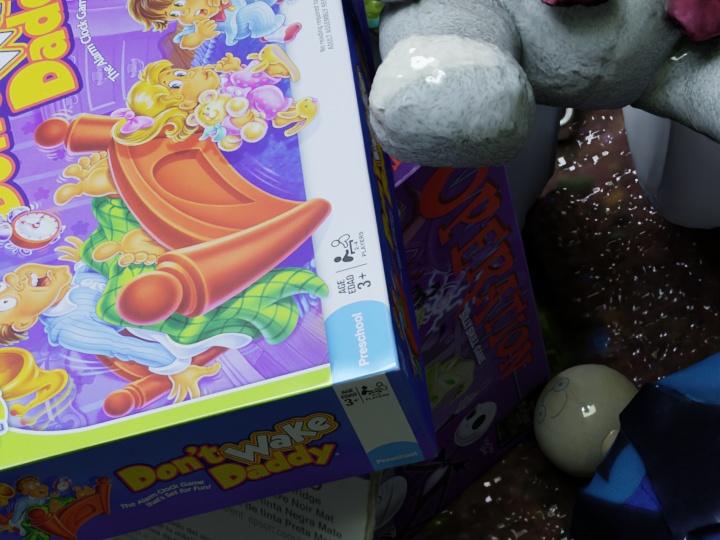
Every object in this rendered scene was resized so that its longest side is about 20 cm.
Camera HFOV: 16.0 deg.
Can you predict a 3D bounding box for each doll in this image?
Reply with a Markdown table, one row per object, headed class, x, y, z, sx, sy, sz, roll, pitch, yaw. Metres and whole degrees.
| class | x | y | z | sx | sy | sz | roll | pitch | yaw |
| --- | --- | --- | --- | --- | --- | --- | --- | --- | --- |
| doll | 0.115 | 0.080 | 0.821 | 0.137 | 0.048 | 0.200 | -66 | 30 | 10 |

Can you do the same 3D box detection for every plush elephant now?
| class | x | y | z | sx | sy | sz | roll | pitch | yaw |
| --- | --- | --- | --- | --- | --- | --- | --- | --- | --- |
| plush elephant | 0.073 | -0.126 | 0.731 | 0.165 | 0.155 | 0.200 | 6 | 24 | -17 |

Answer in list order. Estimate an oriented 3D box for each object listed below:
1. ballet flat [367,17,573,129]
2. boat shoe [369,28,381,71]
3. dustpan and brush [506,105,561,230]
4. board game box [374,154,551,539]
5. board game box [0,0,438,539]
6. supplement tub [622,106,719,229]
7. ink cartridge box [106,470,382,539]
| class | x | y | z | sx | sy | sz | roll | pitch | yaw |
| --- | --- | --- | --- | --- | --- | --- | --- | --- | --- |
| ballet flat | 0.085 | -0.091 | 0.977 | 0.200 | 0.067 | 0.064 | -21 | 82 | 2 |
| boat shoe | -0.043 | -0.010 | 0.900 | 0.057 | 0.069 | 0.200 | 34 | 70 | 0 |
| dustpan and brush | 0.000 | 0.000 | 0.877 | 0.057 | 0.140 | 0.200 | 25 | 65 | 15 |
| board game box | 0.004 | 0.031 | 0.824 | 0.032 | 0.200 | 0.120 | 38 | 74 | 27 |
| board game box | -0.060 | -0.024 | 0.727 | 0.134 | 0.045 | 0.200 | -15 | 52 | 8 |
| supplement tub | 0.194 | -0.093 | 0.879 | 0.200 | 0.145 | 0.146 | -5 | 56 | -2 |
| ink cartridge box | -0.073 | 0.100 | 0.808 | 0.199 | 0.200 | 0.041 | 22 | 35 | 25 |
